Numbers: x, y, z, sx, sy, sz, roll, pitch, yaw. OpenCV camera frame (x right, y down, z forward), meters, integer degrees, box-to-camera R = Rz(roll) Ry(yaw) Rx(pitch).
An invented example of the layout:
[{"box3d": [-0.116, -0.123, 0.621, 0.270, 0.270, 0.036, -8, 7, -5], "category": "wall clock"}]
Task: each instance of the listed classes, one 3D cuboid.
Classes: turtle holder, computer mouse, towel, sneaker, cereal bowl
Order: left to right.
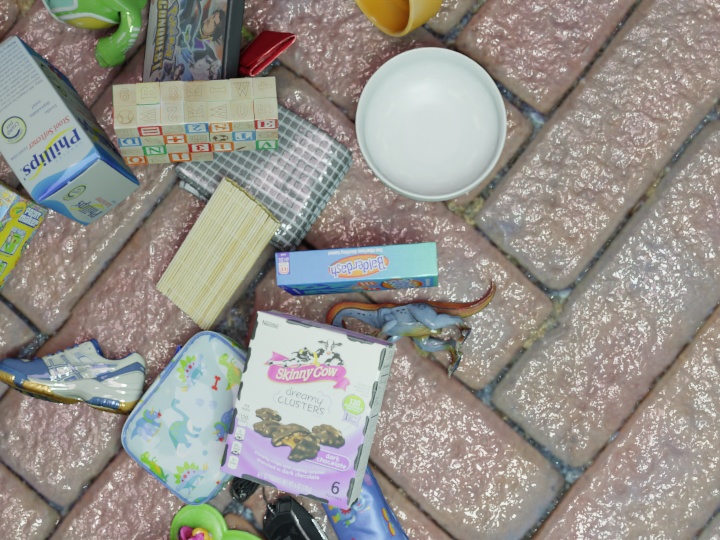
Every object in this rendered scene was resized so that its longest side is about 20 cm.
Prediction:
[{"box3d": [-0.383, 0.133, 1.438, 0.198, 0.075, 0.089, 11, 73, -1], "category": "sneaker"}, {"box3d": [-0.358, -0.386, 1.469, 0.131, 0.141, 0.186, -24, 118, 25], "category": "turtle holder"}, {"box3d": [-0.131, -0.140, 1.436, 0.199, 0.086, 0.166, 32, 86, 7], "category": "towel"}, {"box3d": [-0.070, 0.315, 1.379, 0.200, 0.046, 0.141, 51, 123, 14], "category": "computer mouse"}, {"box3d": [0.093, -0.186, 1.425, 0.198, 0.083, 0.202, -1, 83, 4], "category": "cereal bowl"}]

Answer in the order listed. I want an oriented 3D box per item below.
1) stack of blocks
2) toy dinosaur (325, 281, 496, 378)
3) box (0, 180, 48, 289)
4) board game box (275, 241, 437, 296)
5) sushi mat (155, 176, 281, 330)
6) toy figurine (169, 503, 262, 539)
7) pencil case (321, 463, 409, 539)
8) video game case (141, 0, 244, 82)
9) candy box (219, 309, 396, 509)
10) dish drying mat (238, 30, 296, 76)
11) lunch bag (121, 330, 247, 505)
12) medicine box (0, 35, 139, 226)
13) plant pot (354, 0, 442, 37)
[{"box3d": [-0.203, -0.186, 1.350, 0.198, 0.115, 0.059, -4, 73, -5], "category": "stack of blocks"}, {"box3d": [0.052, 0.072, 1.422, 0.180, 0.105, 0.200, 27, 52, 16], "category": "toy dinosaur"}, {"box3d": [-0.566, -0.059, 1.440, 0.199, 0.122, 0.194, 31, 87, 8], "category": "box"}, {"box3d": [0.000, 0.000, 1.377, 0.198, 0.152, 0.045, -4, 83, 4], "category": "board game box"}, {"box3d": [-0.189, -0.020, 1.413, 0.095, 0.012, 0.200, 39, 116, 5], "category": "sushi mat"}, {"box3d": [-0.201, 0.387, 1.320, 0.150, 0.184, 0.201, -37, 77, 10], "category": "toy figurine"}, {"box3d": [0.001, 0.303, 1.377, 0.086, 0.078, 0.201, -30, 82, 28], "category": "pencil case"}, {"box3d": [-0.224, -0.334, 1.444, 0.180, 0.025, 0.202, -1, 81, 42], "category": "video game case"}, {"box3d": [-0.063, 0.164, 1.304, 0.166, 0.072, 0.202, 14, 92, 12], "category": "candy box"}, {"box3d": [-0.131, -0.285, 1.402, 0.077, 0.200, 0.018, -40, 108, -2], "category": "dish drying mat"}, {"box3d": [-0.203, 0.187, 1.405, 0.160, 0.082, 0.201, 37, 87, 6], "category": "lunch bag"}, {"box3d": [-0.404, -0.176, 1.411, 0.103, 0.182, 0.201, -37, 82, 0], "category": "medicine box"}, {"box3d": [0.082, -0.439, 1.412, 0.182, 0.200, 0.201, -32, 82, -15], "category": "plant pot"}]
